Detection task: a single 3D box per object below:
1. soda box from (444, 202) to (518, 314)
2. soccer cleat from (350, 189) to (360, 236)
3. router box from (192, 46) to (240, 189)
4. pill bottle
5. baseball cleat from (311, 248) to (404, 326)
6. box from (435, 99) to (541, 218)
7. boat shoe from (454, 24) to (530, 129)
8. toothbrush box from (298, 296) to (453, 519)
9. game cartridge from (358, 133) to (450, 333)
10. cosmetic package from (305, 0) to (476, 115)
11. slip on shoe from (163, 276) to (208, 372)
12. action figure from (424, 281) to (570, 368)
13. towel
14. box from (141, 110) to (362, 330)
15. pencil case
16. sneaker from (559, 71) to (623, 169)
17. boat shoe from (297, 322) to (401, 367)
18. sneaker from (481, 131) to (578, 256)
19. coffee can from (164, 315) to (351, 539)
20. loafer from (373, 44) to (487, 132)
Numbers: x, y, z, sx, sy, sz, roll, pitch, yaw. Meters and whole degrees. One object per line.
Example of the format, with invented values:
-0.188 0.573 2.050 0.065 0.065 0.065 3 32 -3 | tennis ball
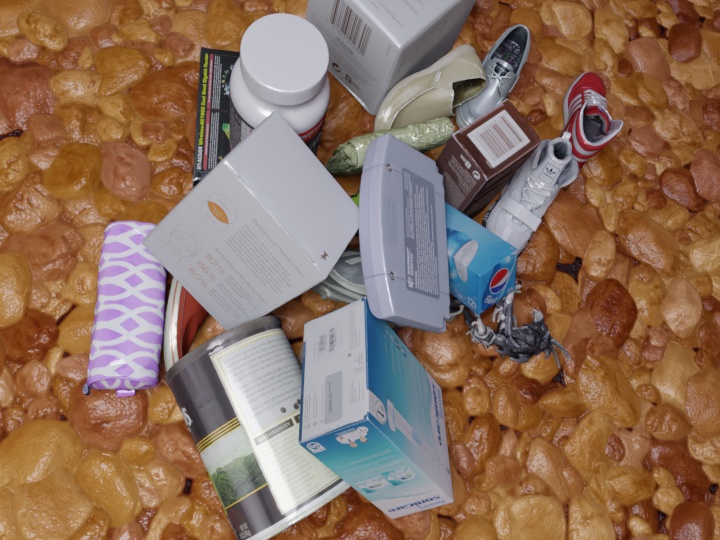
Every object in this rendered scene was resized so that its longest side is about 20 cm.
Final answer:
0.105 -0.034 0.825 0.067 0.065 0.199 -29 45 -23 | soda box
-0.067 -0.053 0.860 0.194 0.067 0.084 -11 86 -16 | soccer cleat
-0.150 -0.195 0.889 0.145 0.062 0.206 3 71 -12 | router box
-0.095 -0.188 0.756 0.112 0.200 0.119 4 70 -10 | pill bottle
0.000 0.000 0.817 0.197 0.071 0.107 29 49 20 | baseball cleat
0.143 -0.123 0.855 0.099 0.201 0.076 -34 78 -21 | box
0.205 -0.298 0.999 0.069 0.072 0.204 29 68 -1 | boat shoe
0.021 0.154 0.711 0.084 0.201 0.149 -22 43 21 | toothbrush box
0.050 -0.040 0.726 0.132 0.040 0.206 21 64 -51 | game cartridge
0.044 -0.376 0.940 0.167 0.167 0.200 45 69 6 | cosmetic package
-0.201 0.031 0.798 0.059 0.074 0.205 13 64 -10 | slip on shoe
0.179 0.059 0.848 0.194 0.119 0.105 16 73 0 | action figure
0.034 -0.156 0.848 0.144 0.200 0.038 -16 95 -11 | towel
-0.120 -0.044 0.718 0.153 0.198 0.107 48 45 -15 | box
-0.270 0.045 0.767 0.081 0.086 0.206 2 71 -7 | pencil case
0.352 -0.243 0.990 0.070 0.113 0.204 24 68 -3 | sneaker
0.006 0.077 0.827 0.071 0.066 0.199 30 58 35 | boat shoe
0.237 -0.105 0.915 0.074 0.115 0.203 31 68 1 | sneaker
-0.110 0.176 0.723 0.144 0.147 0.204 -25 78 -19 | coffee can
0.104 -0.248 0.939 0.199 0.076 0.069 -39 65 -7 | loafer
